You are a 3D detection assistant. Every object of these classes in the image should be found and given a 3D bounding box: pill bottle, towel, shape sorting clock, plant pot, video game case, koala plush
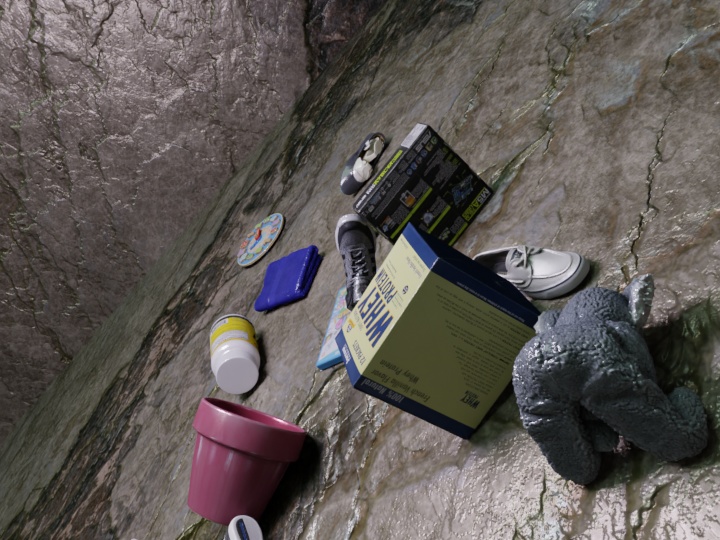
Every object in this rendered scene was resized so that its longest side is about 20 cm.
[{"bbox_3d":[-0.292,0.194,1.611,0.114,0.114,0.200,-47,25,9],"label":"pill bottle"},{"bbox_3d":[-0.180,0.025,1.737,0.199,0.049,0.149,-21,45,47],"label":"towel"},{"bbox_3d":[-0.309,-0.097,2.125,0.199,0.039,0.201,-40,27,25],"label":"shape sorting clock"},{"bbox_3d":[-0.213,0.338,1.212,0.199,0.198,0.181,5,75,61],"label":"plant pot"},{"bbox_3d":[-0.015,0.094,1.387,0.142,0.018,0.202,-28,34,40],"label":"video game case"},{"bbox_3d":[0.261,0.090,0.763,0.176,0.184,0.201,-29,21,39],"label":"koala plush"}]

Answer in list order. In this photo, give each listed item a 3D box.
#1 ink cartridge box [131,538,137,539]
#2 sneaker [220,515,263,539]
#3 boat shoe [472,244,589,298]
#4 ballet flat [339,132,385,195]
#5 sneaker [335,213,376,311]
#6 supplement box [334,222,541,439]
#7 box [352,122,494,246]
[{"bbox_3d":[-0.396,0.594,1.205,0.201,0.146,0.083,-51,24,2],"label":"ink cartridge box"},{"bbox_3d":[-0.182,0.499,1.079,0.113,0.072,0.201,-62,29,24],"label":"sneaker"},{"bbox_3d":[0.243,-0.007,1.023,0.072,0.066,0.199,-58,25,-15],"label":"boat shoe"},{"bbox_3d":[0.011,-0.283,1.799,0.073,0.073,0.201,-11,44,54],"label":"ballet flat"},{"bbox_3d":[0.000,0.000,1.277,0.074,0.202,0.115,-9,42,2],"label":"sneaker"},{"bbox_3d":[0.106,0.083,0.944,0.201,0.198,0.134,-57,22,13],"label":"supplement box"},{"bbox_3d":[0.116,-0.128,1.256,0.201,0.193,0.047,-51,28,0],"label":"box"}]
